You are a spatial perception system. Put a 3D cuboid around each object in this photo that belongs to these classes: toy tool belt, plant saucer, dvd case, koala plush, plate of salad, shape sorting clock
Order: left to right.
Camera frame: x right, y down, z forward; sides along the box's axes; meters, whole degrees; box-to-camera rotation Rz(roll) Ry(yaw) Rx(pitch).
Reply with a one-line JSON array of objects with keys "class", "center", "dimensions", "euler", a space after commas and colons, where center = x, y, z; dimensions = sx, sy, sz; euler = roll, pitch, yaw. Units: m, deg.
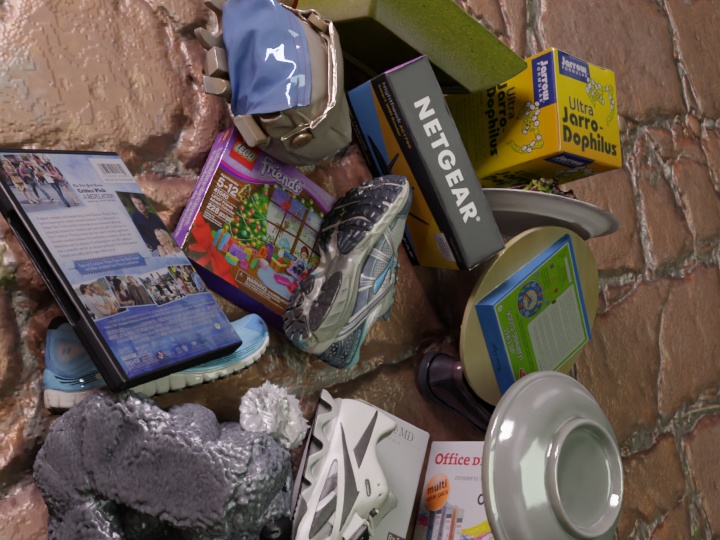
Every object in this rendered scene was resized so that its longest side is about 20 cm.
[{"class": "dvd case", "center": [-0.184, -0.010, 0.613], "dimensions": [0.201, 0.018, 0.142], "euler": [55, 24, 11]}, {"class": "koala plush", "center": [-0.118, 0.163, 0.619], "dimensions": [0.199, 0.182, 0.180], "euler": [5, 111, -63]}, {"class": "toy tool belt", "center": [-0.086, -0.193, 0.724], "dimensions": [0.122, 0.124, 0.203], "euler": [3, 66, -54]}, {"class": "plant saucer", "center": [0.034, -0.231, 0.820], "dimensions": [0.198, 0.199, 0.049], "euler": [27, 85, -33]}, {"class": "plate of salad", "center": [0.185, -0.069, 0.899], "dimensions": [0.198, 0.199, 0.049], "euler": [17, 79, -36]}, {"class": "shape sorting clock", "center": [0.181, 0.051, 0.869], "dimensions": [0.198, 0.039, 0.204], "euler": [-14, 114, -35]}, {"class": "plant saucer", "center": [0.198, 0.195, 0.773], "dimensions": [0.198, 0.050, 0.204], "euler": [9, 75, -38]}]

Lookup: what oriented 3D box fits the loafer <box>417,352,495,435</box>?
[{"class": "loafer", "center": [0.151, 0.145, 0.921], "dimensions": [0.198, 0.063, 0.073], "euler": [27, 67, -33]}]

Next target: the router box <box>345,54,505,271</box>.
[{"class": "router box", "center": [0.058, -0.103, 0.830], "dimensions": [0.051, 0.149, 0.203], "euler": [-28, 100, -16]}]

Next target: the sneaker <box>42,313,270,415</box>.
[{"class": "sneaker", "center": [-0.161, 0.055, 0.671], "dimensions": [0.198, 0.078, 0.092], "euler": [-9, 84, -40]}]

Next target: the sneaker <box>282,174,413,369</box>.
[{"class": "sneaker", "center": [0.000, 0.000, 0.777], "dimensions": [0.086, 0.077, 0.202], "euler": [47, 62, -38]}]

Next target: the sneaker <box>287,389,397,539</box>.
[{"class": "sneaker", "center": [-0.015, 0.205, 0.677], "dimensions": [0.087, 0.074, 0.203], "euler": [15, 68, -2]}]

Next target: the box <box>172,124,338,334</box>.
[{"class": "box", "center": [-0.075, -0.023, 0.779], "dimensions": [0.199, 0.039, 0.139], "euler": [34, 61, -30]}]

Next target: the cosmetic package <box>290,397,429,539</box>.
[{"class": "cosmetic package", "center": [-0.011, 0.231, 0.765], "dimensions": [0.101, 0.073, 0.203], "euler": [30, 65, -32]}]

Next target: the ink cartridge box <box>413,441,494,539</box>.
[{"class": "ink cartridge box", "center": [0.148, 0.290, 0.839], "dimensions": [0.143, 0.144, 0.203], "euler": [28, 64, -31]}]

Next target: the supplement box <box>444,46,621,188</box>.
[{"class": "supplement box", "center": [0.171, -0.149, 0.903], "dimensions": [0.108, 0.199, 0.112], "euler": [5, 78, -38]}]
